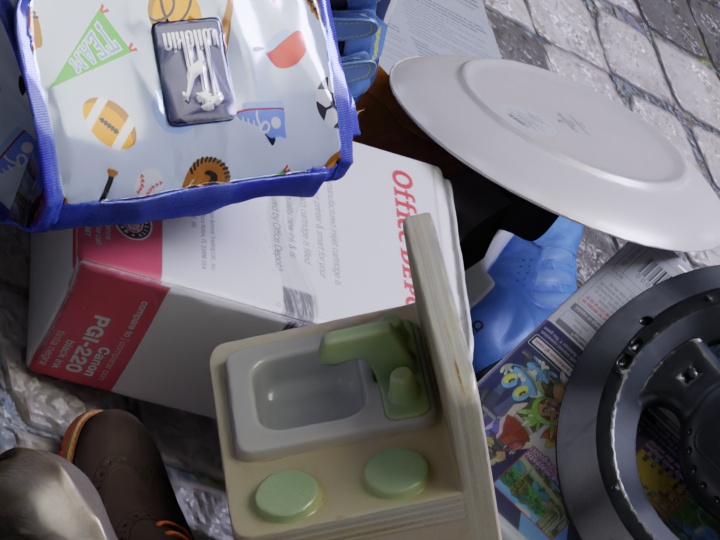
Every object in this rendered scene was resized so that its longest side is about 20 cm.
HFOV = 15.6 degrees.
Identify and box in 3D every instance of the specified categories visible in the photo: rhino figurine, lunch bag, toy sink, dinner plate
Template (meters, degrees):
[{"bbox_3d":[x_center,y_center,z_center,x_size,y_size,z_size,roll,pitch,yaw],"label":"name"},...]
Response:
[{"bbox_3d":[-0.107,0.160,1.063,0.200,0.087,0.060,56,30,8],"label":"rhino figurine"},{"bbox_3d":[-0.112,-0.108,1.188,0.170,0.124,0.200,-10,56,-34],"label":"lunch bag"},{"bbox_3d":[-0.001,0.096,1.161,0.131,0.112,0.200,-104,-177,-51],"label":"toy sink"},{"bbox_3d":[0.109,-0.071,1.395,0.200,0.024,0.200,21,22,-9],"label":"dinner plate"}]

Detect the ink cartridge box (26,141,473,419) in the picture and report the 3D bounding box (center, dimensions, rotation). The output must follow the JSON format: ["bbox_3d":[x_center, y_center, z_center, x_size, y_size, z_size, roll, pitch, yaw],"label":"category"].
[{"bbox_3d":[-0.055,-0.003,1.273,0.199,0.085,0.146,15,42,-18],"label":"ink cartridge box"}]

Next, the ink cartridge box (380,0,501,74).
[{"bbox_3d":[0.020,-0.136,1.632,0.199,0.041,0.200,24,39,-40],"label":"ink cartridge box"}]

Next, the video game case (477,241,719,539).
[{"bbox_3d":[0.154,0.101,1.303,0.200,0.023,0.182,43,65,12],"label":"video game case"}]

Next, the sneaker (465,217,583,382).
[{"bbox_3d":[0.106,0.025,1.530,0.111,0.077,0.200,46,32,1],"label":"sneaker"}]

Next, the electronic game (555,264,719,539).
[{"bbox_3d":[0.194,0.089,1.277,0.042,0.199,0.200,91,-26,-66],"label":"electronic game"}]

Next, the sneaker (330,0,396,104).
[{"bbox_3d":[-0.017,-0.126,1.298,0.074,0.083,0.200,13,-12,4],"label":"sneaker"}]

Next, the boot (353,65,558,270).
[{"bbox_3d":[0.020,-0.089,1.457,0.200,0.069,0.188,40,42,17],"label":"boot"}]

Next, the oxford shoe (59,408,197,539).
[{"bbox_3d":[-0.079,0.136,1.144,0.071,0.073,0.200,15,44,-43],"label":"oxford shoe"}]
